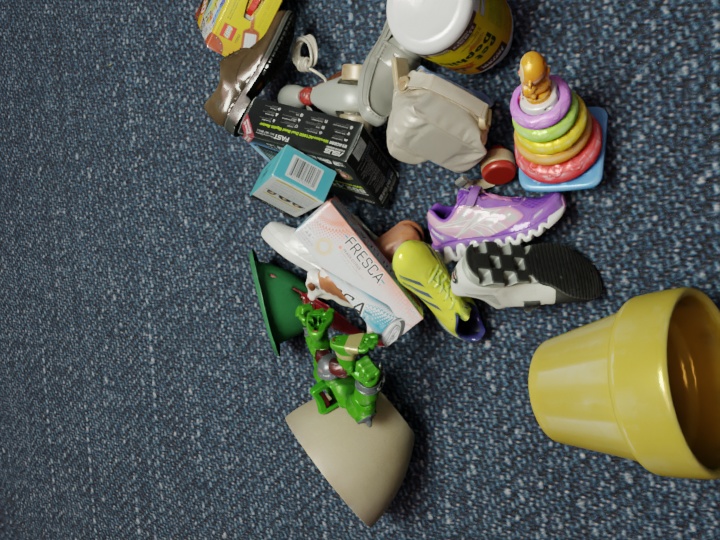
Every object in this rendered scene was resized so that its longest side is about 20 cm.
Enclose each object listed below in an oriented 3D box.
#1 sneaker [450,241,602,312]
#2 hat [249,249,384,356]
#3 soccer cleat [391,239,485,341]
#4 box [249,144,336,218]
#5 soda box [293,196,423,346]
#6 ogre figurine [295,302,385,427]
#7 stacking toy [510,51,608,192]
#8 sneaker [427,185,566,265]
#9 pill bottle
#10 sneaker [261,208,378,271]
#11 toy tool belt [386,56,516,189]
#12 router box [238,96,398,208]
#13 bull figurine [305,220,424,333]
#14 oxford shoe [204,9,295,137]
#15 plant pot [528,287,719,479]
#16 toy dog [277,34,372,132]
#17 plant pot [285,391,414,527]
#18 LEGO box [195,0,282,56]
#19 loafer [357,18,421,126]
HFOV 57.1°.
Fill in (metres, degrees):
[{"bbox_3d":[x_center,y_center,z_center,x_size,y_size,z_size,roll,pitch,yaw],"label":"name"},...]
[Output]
[{"bbox_3d":[0.208,0.013,0.847,0.089,0.198,0.075,119,156,-57],"label":"sneaker"},{"bbox_3d":[-0.070,0.042,1.065,0.174,0.166,0.202,-15,88,-4],"label":"hat"},{"bbox_3d":[0.110,0.028,0.876,0.065,0.200,0.084,-48,43,-6],"label":"soccer cleat"},{"bbox_3d":[-0.104,-0.126,0.979,0.082,0.200,0.050,27,81,-16],"label":"box"},{"bbox_3d":[0.000,0.000,0.891,0.068,0.064,0.201,-38,95,12],"label":"soda box"},{"bbox_3d":[-0.030,0.131,0.910,0.199,0.098,0.121,17,126,36],"label":"ogre figurine"},{"bbox_3d":[0.216,-0.183,0.768,0.109,0.200,0.117,1,70,29],"label":"stacking toy"},{"bbox_3d":[0.169,-0.074,0.876,0.198,0.080,0.089,-17,102,32],"label":"sneaker"},{"bbox_3d":[0.121,-0.307,0.818,0.108,0.199,0.111,4,97,31],"label":"pill bottle"},{"bbox_3d":[-0.055,-0.054,1.035,0.199,0.074,0.116,31,109,15],"label":"sneaker"},{"bbox_3d":[0.122,-0.200,0.866,0.125,0.198,0.124,-35,46,47],"label":"toy tool belt"},{"bbox_3d":[-0.060,-0.171,0.970,0.198,0.150,0.063,20,80,29],"label":"router box"},{"bbox_3d":[0.017,0.012,0.961,0.199,0.065,0.122,-32,107,13],"label":"bull figurine"},{"bbox_3d":[-0.166,-0.307,0.979,0.084,0.073,0.201,33,90,4],"label":"oxford shoe"},{"bbox_3d":[0.310,0.134,0.768,0.188,0.199,0.203,-18,86,47],"label":"plant pot"},{"bbox_3d":[-0.030,-0.260,0.998,0.200,0.096,0.133,41,118,37],"label":"toy dog"},{"bbox_3d":[0.001,0.251,0.979,0.134,0.201,0.201,-40,72,-8],"label":"plant pot"},{"bbox_3d":[-0.172,-0.443,1.020,0.201,0.077,0.149,-57,36,23],"label":"LEGO box"},{"bbox_3d":[0.049,-0.291,0.896,0.070,0.069,0.202,-11,59,62],"label":"loafer"}]
